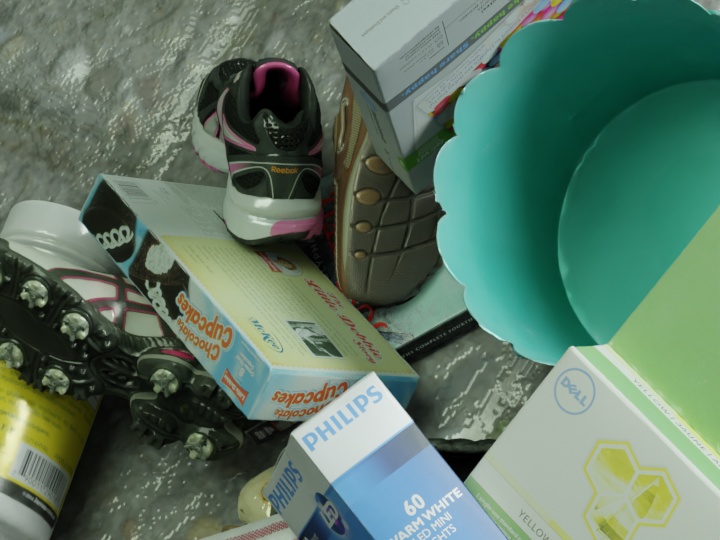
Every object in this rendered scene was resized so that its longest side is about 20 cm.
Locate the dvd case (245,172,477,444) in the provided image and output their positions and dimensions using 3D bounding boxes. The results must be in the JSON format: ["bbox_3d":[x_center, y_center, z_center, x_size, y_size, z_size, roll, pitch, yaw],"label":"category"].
[{"bbox_3d":[0.000,0.000,1.408,0.199,0.022,0.147,-29,52,11],"label":"dvd case"}]

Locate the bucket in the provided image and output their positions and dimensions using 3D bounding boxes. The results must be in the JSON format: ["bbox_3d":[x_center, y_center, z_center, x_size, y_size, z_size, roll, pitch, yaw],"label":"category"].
[{"bbox_3d":[0.153,-0.037,1.247,0.206,0.135,0.209,-8,74,28],"label":"bucket"}]

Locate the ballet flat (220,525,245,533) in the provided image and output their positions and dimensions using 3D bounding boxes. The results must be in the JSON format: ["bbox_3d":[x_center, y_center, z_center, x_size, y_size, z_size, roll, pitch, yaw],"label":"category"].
[{"bbox_3d":[0.007,0.186,1.264,0.072,0.068,0.200,-44,53,-9],"label":"ballet flat"}]

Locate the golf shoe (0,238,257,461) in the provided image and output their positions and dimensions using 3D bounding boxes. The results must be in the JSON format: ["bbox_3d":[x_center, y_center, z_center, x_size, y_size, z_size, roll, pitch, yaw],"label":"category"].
[{"bbox_3d":[-0.143,0.035,1.364,0.199,0.077,0.088,31,38,2],"label":"golf shoe"}]

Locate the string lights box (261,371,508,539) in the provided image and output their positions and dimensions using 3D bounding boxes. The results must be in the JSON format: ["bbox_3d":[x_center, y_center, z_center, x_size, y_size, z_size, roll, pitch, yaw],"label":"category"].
[{"bbox_3d":[0.038,0.159,1.167,0.059,0.103,0.200,-35,79,-21],"label":"string lights box"}]

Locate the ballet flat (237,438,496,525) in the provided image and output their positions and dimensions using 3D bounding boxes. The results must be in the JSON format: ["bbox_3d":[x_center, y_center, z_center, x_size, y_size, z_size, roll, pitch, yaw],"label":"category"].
[{"bbox_3d":[0.018,0.116,1.304,0.199,0.057,0.067,-9,57,24],"label":"ballet flat"}]

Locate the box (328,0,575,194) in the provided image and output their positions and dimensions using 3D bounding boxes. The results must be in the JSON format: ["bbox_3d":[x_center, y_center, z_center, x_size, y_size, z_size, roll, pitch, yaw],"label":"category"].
[{"bbox_3d":[0.065,-0.133,1.254,0.156,0.200,0.041,-40,74,-6],"label":"box"}]

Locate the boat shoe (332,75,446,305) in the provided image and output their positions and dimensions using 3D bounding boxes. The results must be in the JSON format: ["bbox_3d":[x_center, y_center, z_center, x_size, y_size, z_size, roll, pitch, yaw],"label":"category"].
[{"bbox_3d":[0.019,-0.073,1.394,0.072,0.075,0.201,-18,56,60],"label":"boat shoe"}]

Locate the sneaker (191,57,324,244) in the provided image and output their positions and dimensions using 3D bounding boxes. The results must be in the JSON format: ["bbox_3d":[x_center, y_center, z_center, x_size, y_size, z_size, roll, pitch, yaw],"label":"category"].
[{"bbox_3d":[-0.053,-0.094,1.416,0.080,0.087,0.200,0,27,-16],"label":"sneaker"}]

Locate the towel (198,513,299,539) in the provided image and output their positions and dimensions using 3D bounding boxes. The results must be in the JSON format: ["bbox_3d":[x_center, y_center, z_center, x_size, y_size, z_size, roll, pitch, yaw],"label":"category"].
[{"bbox_3d":[-0.055,0.232,1.227,0.146,0.030,0.201,-21,70,21],"label":"towel"}]

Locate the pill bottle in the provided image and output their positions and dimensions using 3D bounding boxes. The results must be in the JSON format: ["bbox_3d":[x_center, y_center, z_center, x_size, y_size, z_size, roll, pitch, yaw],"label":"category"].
[{"bbox_3d":[-0.210,0.064,1.424,0.111,0.111,0.201,5,63,30],"label":"pill bottle"}]

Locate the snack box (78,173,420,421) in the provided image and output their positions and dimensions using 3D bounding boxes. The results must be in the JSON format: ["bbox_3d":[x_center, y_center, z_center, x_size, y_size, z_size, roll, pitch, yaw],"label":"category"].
[{"bbox_3d":[-0.066,0.016,1.346,0.200,0.116,0.037,46,119,39],"label":"snack box"}]

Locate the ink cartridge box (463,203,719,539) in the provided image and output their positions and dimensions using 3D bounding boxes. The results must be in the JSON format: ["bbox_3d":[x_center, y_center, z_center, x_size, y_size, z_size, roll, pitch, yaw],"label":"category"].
[{"bbox_3d":[0.157,0.084,1.120,0.146,0.048,0.200,46,113,23],"label":"ink cartridge box"}]
